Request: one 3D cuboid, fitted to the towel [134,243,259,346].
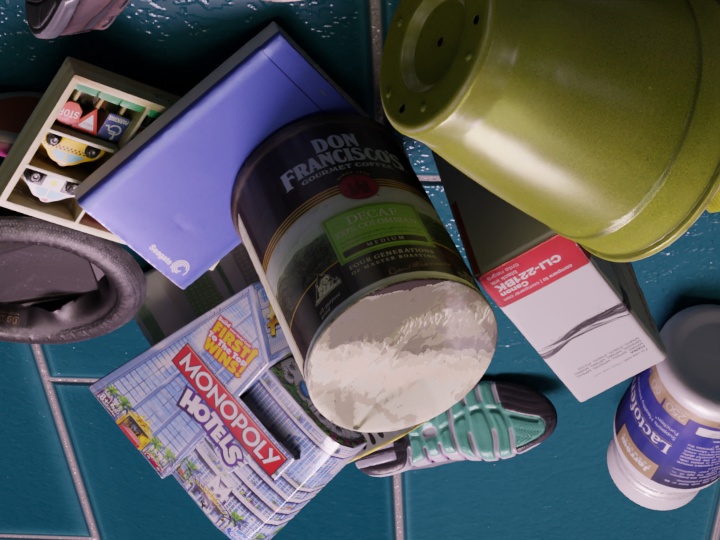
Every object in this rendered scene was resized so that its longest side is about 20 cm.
[{"bbox_3d":[-0.101,0.043,1.771,0.199,0.031,0.150,-24,101,34],"label":"towel"}]

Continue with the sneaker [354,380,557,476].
[{"bbox_3d":[0.093,0.149,1.965,0.199,0.075,0.088,-10,172,15],"label":"sneaker"}]

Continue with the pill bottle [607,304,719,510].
[{"bbox_3d":[0.292,0.128,1.849,0.115,0.116,0.200,8,145,-7],"label":"pill bottle"}]

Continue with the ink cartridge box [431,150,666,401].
[{"bbox_3d":[0.149,-0.013,1.618,0.084,0.145,0.200,-29,137,14],"label":"ink cartridge box"}]

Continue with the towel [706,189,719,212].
[{"bbox_3d":[0.344,-0.093,1.607,0.199,0.018,0.086,-19,139,30],"label":"towel"}]

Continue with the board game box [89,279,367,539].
[{"bbox_3d":[-0.100,0.105,1.738,0.200,0.062,0.200,49,122,10],"label":"board game box"}]

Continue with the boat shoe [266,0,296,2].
[{"bbox_3d":[-0.003,-0.244,1.383,0.199,0.075,0.073,-19,131,17],"label":"boat shoe"}]

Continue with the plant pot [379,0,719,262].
[{"bbox_3d":[0.124,-0.126,1.395,0.192,0.201,0.200,16,145,-31],"label":"plant pot"}]

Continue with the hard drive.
[{"bbox_3d":[-0.102,-0.084,1.579,0.200,0.025,0.132,-39,133,10],"label":"hard drive"}]

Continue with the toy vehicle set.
[{"bbox_3d":[-0.167,-0.079,1.591,0.199,0.027,0.124,17,119,-34],"label":"toy vehicle set"}]

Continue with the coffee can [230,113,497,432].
[{"bbox_3d":[0.000,0.000,1.539,0.146,0.200,0.147,-12,133,-14],"label":"coffee can"}]

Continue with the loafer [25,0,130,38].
[{"bbox_3d":[-0.169,-0.222,1.437,0.063,0.072,0.200,2,158,-33],"label":"loafer"}]

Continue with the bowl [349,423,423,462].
[{"bbox_3d":[-0.031,0.114,1.852,0.200,0.201,0.095,-20,96,31],"label":"bowl"}]

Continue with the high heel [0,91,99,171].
[{"bbox_3d":[-0.224,-0.082,1.629,0.199,0.068,0.096,7,135,-11],"label":"high heel"}]

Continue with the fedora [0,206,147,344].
[{"bbox_3d":[-0.272,-0.019,1.709,0.199,0.092,0.201,2,146,2],"label":"fedora"}]
